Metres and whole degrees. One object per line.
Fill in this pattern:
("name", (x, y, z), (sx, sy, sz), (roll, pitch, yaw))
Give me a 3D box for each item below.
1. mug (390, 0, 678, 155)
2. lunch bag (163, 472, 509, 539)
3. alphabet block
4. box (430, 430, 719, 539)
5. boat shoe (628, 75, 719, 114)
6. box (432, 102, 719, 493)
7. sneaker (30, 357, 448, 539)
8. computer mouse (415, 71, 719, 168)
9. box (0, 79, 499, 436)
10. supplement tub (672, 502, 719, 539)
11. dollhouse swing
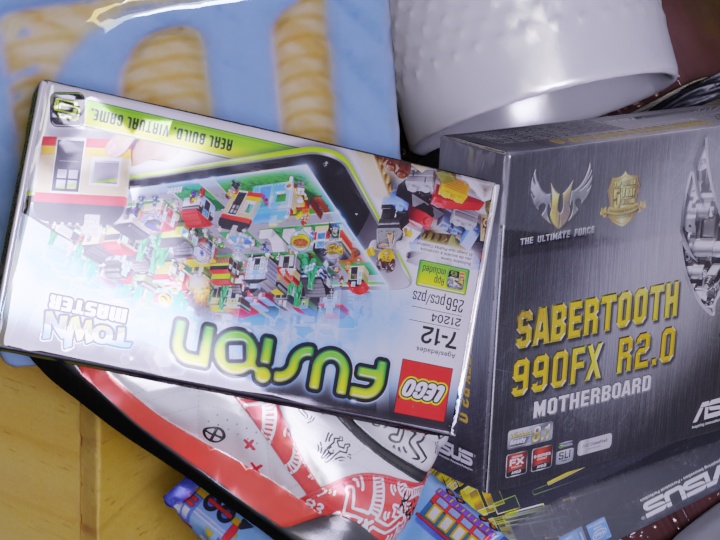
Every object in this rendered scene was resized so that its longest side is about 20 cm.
("mug", (0.052, -0.159, 1.043), (0.198, 0.147, 0.177), (-17, 84, 26))
("lunch bag", (0.009, 0.156, 0.987), (0.150, 0.200, 0.094), (37, 78, 26))
("alphabet block", (-0.095, -0.099, 0.931), (0.194, 0.200, 0.197), (-8, 119, -9))
("box", (0.093, 0.083, 1.059), (0.198, 0.049, 0.162), (-25, 121, -4))
("boat shoe", (0.135, -0.045, 1.077), (0.199, 0.068, 0.075), (-36, 94, -2))
("box", (0.121, 0.008, 0.946), (0.199, 0.048, 0.160), (-9, 109, -39))
("sneaker", (-0.051, 0.040, 0.870), (0.201, 0.067, 0.108), (36, 76, -7))
("computer mouse", (0.110, -0.069, 1.026), (0.198, 0.059, 0.034), (-19, 55, 5))
("box", (-0.047, -0.003, 0.820), (0.198, 0.035, 0.111), (11, 84, -14))
("supplement tub", (0.256, 0.219, 1.058), (0.140, 0.140, 0.201), (-34, 94, -3))
("dollhouse swing", (-0.157, 0.086, 1.039), (0.181, 0.175, 0.202), (-21, 123, -44))
